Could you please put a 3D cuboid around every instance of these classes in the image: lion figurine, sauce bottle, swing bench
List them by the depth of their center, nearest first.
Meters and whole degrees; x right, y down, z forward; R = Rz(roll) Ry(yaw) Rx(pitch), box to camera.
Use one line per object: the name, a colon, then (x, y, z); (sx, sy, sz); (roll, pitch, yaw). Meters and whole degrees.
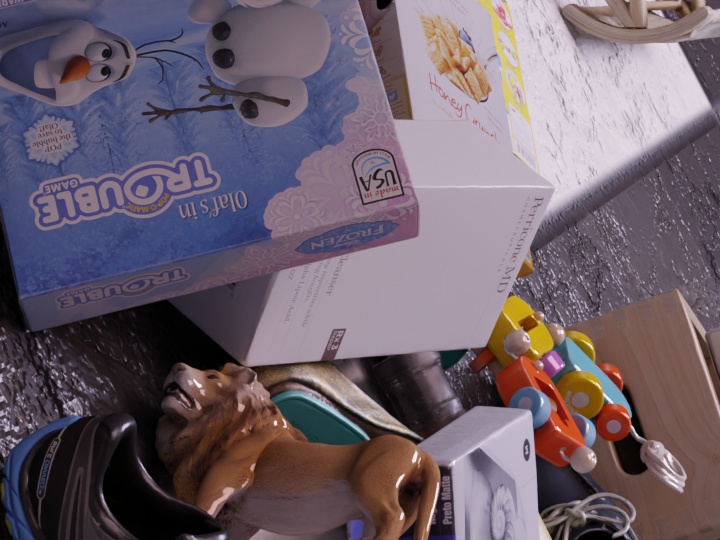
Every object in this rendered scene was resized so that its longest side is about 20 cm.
lion figurine: (-0.024, 0.105, 1.294); (0.123, 0.199, 0.073); (-54, 143, -40)
sauce bottle: (0.068, 0.138, 1.567); (0.201, 0.065, 0.065); (64, 23, 6)
swing bench: (0.243, -0.284, 2.309); (0.199, 0.129, 0.201); (-13, 82, -67)

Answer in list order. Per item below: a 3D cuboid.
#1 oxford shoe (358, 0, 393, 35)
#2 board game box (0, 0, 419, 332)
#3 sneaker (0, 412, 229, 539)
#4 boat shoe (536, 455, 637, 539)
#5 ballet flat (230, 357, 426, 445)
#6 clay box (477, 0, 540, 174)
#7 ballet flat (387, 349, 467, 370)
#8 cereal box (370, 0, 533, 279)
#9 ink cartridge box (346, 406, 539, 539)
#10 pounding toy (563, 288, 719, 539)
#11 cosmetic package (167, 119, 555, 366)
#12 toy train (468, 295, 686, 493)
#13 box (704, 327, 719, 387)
oxford shoe: (-0.009, -0.147, 1.485); (0.071, 0.072, 0.200); (60, 6, -2)
board game box: (-0.091, -0.087, 1.322); (0.043, 0.199, 0.200); (87, -13, -65)
sneaker: (-0.088, 0.155, 1.201); (0.200, 0.083, 0.071); (61, 24, -3)
boat shoe: (0.137, 0.175, 1.619); (0.062, 0.075, 0.200); (79, -11, -57)
ballet flat: (-0.005, 0.095, 1.469); (0.200, 0.071, 0.071); (40, 32, -41)
clay box: (0.070, -0.158, 1.909); (0.115, 0.048, 0.200); (41, 30, -41)
ballet flat: (0.000, 0.000, 1.582); (0.200, 0.072, 0.072); (44, 28, -51)
cereal box: (0.047, -0.105, 1.631); (0.144, 0.039, 0.201); (37, 38, -50)
ink cartridge box: (0.052, 0.188, 1.417); (0.200, 0.040, 0.200); (-24, 111, -66)
pounding toy: (0.184, 0.140, 1.753); (0.184, 0.142, 0.201); (42, 30, -68)
cosmetic package: (0.001, -0.018, 1.435); (0.200, 0.113, 0.081); (-4, 33, -45)
toy train: (0.117, 0.086, 1.606); (0.200, 0.056, 0.150); (28, 28, -55)
box: (0.299, 0.101, 1.805); (0.200, 0.082, 0.069); (53, 20, -55)
